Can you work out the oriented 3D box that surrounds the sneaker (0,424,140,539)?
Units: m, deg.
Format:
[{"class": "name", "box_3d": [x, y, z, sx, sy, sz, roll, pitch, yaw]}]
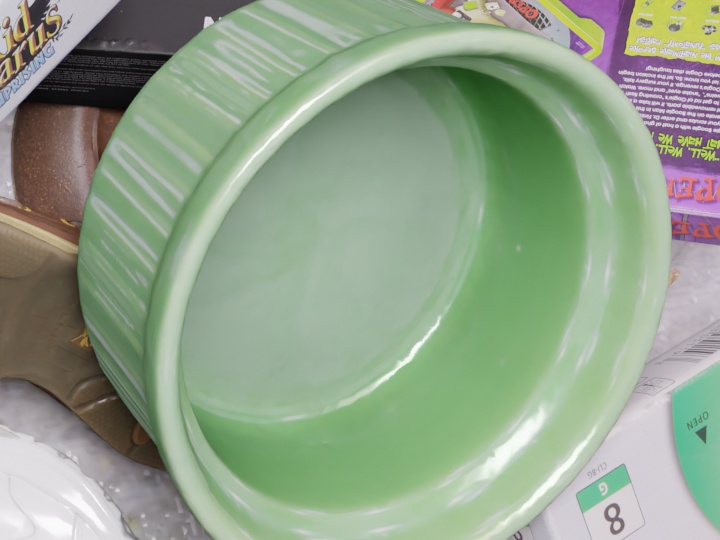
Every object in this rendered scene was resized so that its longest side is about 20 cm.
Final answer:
[{"class": "sneaker", "box_3d": [-0.161, 0.092, 0.750, 0.199, 0.078, 0.100, 35, 70, 1]}]

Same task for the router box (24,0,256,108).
[{"class": "router box", "box_3d": [-0.081, -0.145, 0.825, 0.198, 0.052, 0.159, 3, 68, 5]}]

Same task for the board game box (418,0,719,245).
[{"class": "board game box", "box_3d": [0.068, -0.078, 0.826, 0.198, 0.032, 0.121, 9, 61, 16]}]

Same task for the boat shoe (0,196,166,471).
[{"class": "boat shoe", "box_3d": [-0.099, 0.016, 0.771, 0.199, 0.068, 0.072, 27, 104, -35]}]

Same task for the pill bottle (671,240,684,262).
[{"class": "pill bottle", "box_3d": [0.147, -0.088, 0.905, 0.116, 0.116, 0.200, 46, 65, -2]}]

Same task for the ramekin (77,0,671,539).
[{"class": "ramekin", "box_3d": [0.000, 0.000, 0.716, 0.198, 0.098, 0.202, -15, 120, -27]}]

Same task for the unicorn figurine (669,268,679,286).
[{"class": "unicorn figurine", "box_3d": [0.045, 0.092, 0.835, 0.136, 0.074, 0.202, 8, 83, -30]}]

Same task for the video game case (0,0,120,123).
[{"class": "video game case", "box_3d": [-0.214, -0.084, 0.734, 0.199, 0.046, 0.182, 22, 57, 29]}]

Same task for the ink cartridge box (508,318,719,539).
[{"class": "ink cartridge box", "box_3d": [0.144, 0.134, 0.827, 0.160, 0.050, 0.202, -28, 102, -30]}]

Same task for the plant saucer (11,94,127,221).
[{"class": "plant saucer", "box_3d": [-0.043, -0.043, 0.860, 0.198, 0.034, 0.202, 7, 70, -19]}]
